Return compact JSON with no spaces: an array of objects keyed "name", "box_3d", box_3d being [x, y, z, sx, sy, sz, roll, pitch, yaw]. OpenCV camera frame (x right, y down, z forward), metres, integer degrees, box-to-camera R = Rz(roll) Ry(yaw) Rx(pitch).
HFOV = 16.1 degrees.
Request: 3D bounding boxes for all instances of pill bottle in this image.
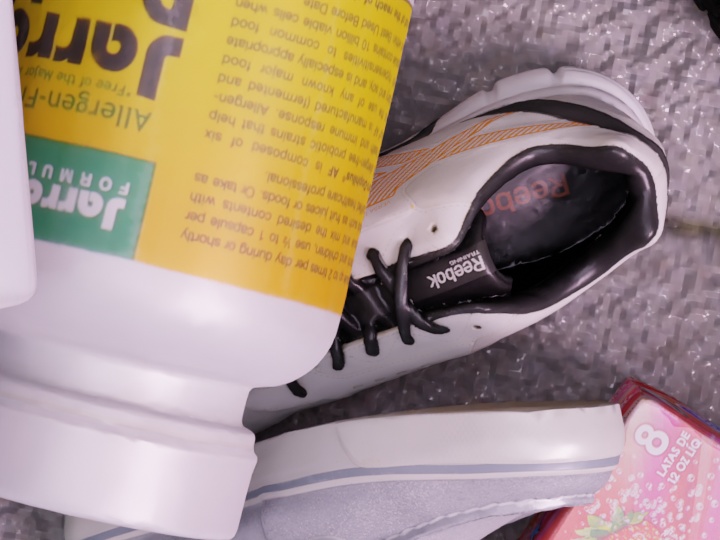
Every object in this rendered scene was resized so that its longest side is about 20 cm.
[{"name":"pill bottle","box_3d":[-0.051,-0.035,0.682,0.113,0.113,0.200,14,88,2]}]

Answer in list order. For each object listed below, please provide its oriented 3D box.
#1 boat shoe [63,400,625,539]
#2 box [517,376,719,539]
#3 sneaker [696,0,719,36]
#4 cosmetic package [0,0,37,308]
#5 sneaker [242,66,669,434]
[{"name":"boat shoe","box_3d":[-0.004,0.081,0.728,0.201,0.070,0.072,-17,80,40]},{"name":"box","box_3d":[0.066,0.140,0.748,0.095,0.103,0.200,33,93,2]},{"name":"sneaker","box_3d":[0.119,-0.146,0.748,0.087,0.076,0.200,-28,90,-3]},{"name":"cosmetic package","box_3d":[-0.200,-0.070,0.619,0.165,0.200,0.165,-10,102,-36]},{"name":"sneaker","box_3d":[0.000,0.000,0.747,0.200,0.080,0.074,-28,106,0]}]
